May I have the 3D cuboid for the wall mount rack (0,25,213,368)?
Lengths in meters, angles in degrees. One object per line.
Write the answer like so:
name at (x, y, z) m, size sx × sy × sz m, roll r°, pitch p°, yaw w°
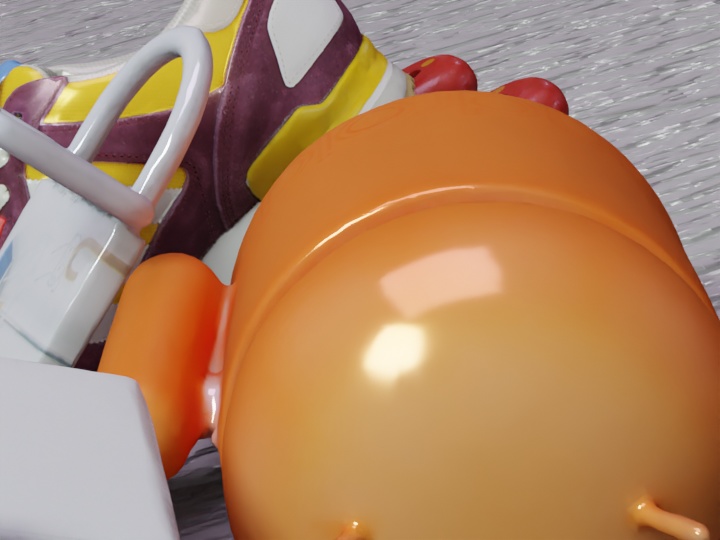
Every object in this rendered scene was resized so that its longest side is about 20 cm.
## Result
wall mount rack at (-0.123, 0.008, 0.734) m, size 0.200 × 0.075 × 0.174 m, roll -59°, pitch 25°, yaw -1°

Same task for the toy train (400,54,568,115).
toy train at (0.000, 0.000, 0.870) m, size 0.116 × 0.085 × 0.200 m, roll -34°, pitch 18°, yaw -11°

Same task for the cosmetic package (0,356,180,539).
cosmetic package at (-0.143, 0.063, 0.562) m, size 0.200 × 0.102 × 0.074 m, roll 10°, pitch 26°, yaw -19°

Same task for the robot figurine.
robot figurine at (0.024, 0.028, 0.668) m, size 0.117 × 0.144 × 0.200 m, roll -50°, pitch 12°, yaw 11°

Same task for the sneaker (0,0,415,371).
sneaker at (-0.081, -0.006, 0.800) m, size 0.200 × 0.090 × 0.075 m, roll -48°, pitch 12°, yaw -6°
